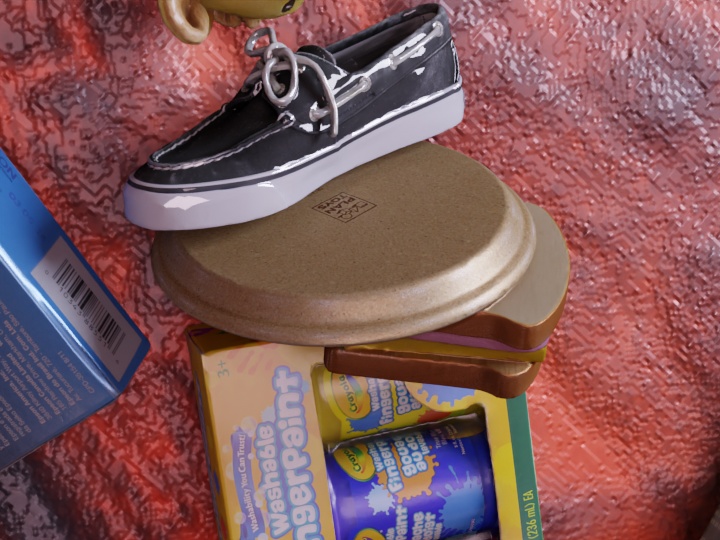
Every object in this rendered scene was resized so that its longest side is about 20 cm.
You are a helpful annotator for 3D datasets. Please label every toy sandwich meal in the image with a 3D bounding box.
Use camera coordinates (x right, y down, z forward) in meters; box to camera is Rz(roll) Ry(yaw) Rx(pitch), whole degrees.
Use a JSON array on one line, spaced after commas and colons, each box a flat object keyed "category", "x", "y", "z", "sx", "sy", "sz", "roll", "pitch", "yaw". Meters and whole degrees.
[{"category": "toy sandwich meal", "x": 0.000, "y": 0.000, "z": 0.751, "sx": 0.203, "sy": 0.206, "sz": 0.071, "roll": -10, "pitch": 121, "yaw": -12}]

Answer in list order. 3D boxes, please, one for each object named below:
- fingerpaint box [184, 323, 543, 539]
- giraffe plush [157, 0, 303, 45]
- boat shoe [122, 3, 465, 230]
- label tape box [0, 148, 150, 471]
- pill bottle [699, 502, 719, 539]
[{"category": "fingerpaint box", "x": 0.006, "y": 0.118, "z": 0.818, "sx": 0.165, "sy": 0.073, "sz": 0.202, "roll": -9, "pitch": 100, "yaw": -12}, {"category": "giraffe plush", "x": -0.049, "y": -0.189, "z": 0.711, "sx": 0.171, "sy": 0.199, "sz": 0.164, "roll": -16, "pitch": 109, "yaw": -36}, {"category": "boat shoe", "x": -0.029, "y": -0.079, "z": 0.743, "sx": 0.198, "sy": 0.073, "sz": 0.069, "roll": -23, "pitch": 119, "yaw": -28}, {"category": "label tape box", "x": -0.224, "y": 0.039, "z": 0.746, "sx": 0.199, "sy": 0.063, "sz": 0.145, "roll": -31, "pitch": 106, "yaw": 19}, {"category": "pill bottle", "x": 0.259, "y": 0.138, "z": 0.862, "sx": 0.112, "sy": 0.113, "sz": 0.201, "roll": 27, "pitch": 91, "yaw": -16}]
